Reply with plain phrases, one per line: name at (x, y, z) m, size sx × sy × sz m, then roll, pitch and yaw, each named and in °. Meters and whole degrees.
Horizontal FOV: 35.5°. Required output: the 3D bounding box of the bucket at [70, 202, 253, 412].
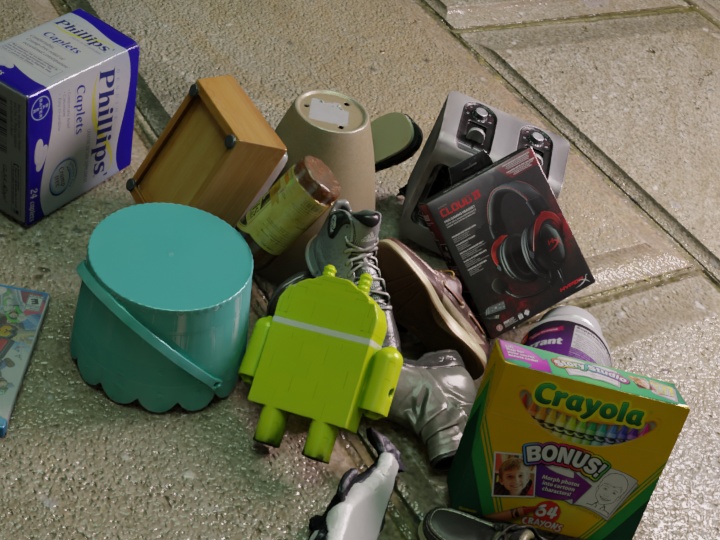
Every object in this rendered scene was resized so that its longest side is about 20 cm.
bucket at (-0.210, 0.034, 1.206) m, size 0.203 × 0.136 × 0.209 m, roll 9°, pitch 38°, yaw -7°

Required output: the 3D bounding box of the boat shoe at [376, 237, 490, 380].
boat shoe at (0.085, 0.034, 1.310) m, size 0.200 × 0.072 × 0.072 m, roll 48°, pitch 43°, yaw -12°

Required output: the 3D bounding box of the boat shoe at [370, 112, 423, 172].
boat shoe at (-0.010, -0.156, 1.517) m, size 0.063 × 0.198 × 0.075 m, roll 11°, pitch 63°, yaw -67°

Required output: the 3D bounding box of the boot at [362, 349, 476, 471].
boot at (0.059, 0.159, 1.216) m, size 0.197 × 0.068 × 0.132 m, roll -8°, pitch 49°, yaw -27°

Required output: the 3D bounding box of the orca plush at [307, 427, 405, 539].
orca plush at (-0.020, 0.229, 1.097) m, size 0.070 × 0.106 × 0.201 m, roll -6°, pitch 36°, yaw 22°

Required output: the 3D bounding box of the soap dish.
soap dish at (-0.188, -0.117, 1.344) m, size 0.081 × 0.201 × 0.158 m, roll 16°, pitch 29°, yaw -47°

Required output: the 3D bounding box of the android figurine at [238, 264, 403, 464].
android figurine at (-0.042, 0.092, 1.173) m, size 0.179 × 0.041 × 0.203 m, roll 10°, pitch 75°, yaw 26°

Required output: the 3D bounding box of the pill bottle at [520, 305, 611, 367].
pill bottle at (0.226, 0.122, 1.272) m, size 0.110 × 0.113 × 0.200 m, roll 21°, pitch 29°, yaw 6°

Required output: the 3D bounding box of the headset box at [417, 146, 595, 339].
headset box at (0.170, -0.043, 1.356) m, size 0.147 × 0.203 × 0.075 m, roll -27°, pitch 4°, yaw -4°

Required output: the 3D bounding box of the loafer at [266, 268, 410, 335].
loafer at (-0.012, 0.043, 1.317) m, size 0.196 × 0.074 × 0.071 m, roll -4°, pitch 41°, yaw -24°

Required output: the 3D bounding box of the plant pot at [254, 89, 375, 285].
plant pot at (-0.055, -0.111, 1.386) m, size 0.184 × 0.202 × 0.189 m, roll 10°, pitch 39°, yaw -8°

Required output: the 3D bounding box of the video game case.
video game case at (-0.415, 0.082, 1.168) m, size 0.140 × 0.018 × 0.202 m, roll 11°, pitch 39°, yaw -8°

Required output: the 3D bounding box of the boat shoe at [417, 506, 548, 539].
boat shoe at (0.152, 0.278, 1.102) m, size 0.197 × 0.066 × 0.073 m, roll 24°, pitch 40°, yaw 10°

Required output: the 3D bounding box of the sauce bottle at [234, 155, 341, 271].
sauce bottle at (-0.108, -0.046, 1.294) m, size 0.066 × 0.200 × 0.066 m, roll 39°, pitch 23°, yaw -21°

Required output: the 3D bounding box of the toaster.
toaster at (0.154, -0.107, 1.480) m, size 0.178 × 0.202 × 0.120 m, roll 23°, pitch 40°, yaw -4°

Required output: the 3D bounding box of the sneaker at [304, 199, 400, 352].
sneaker at (0.000, 0.000, 1.226) m, size 0.074 × 0.117 × 0.201 m, roll -3°, pitch 45°, yaw -31°

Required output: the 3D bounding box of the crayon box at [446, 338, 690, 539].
crayon box at (0.207, 0.178, 1.142) m, size 0.196 × 0.175 × 0.059 m, roll 14°, pitch 24°, yaw -8°

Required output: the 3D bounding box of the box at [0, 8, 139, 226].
box at (-0.374, -0.189, 1.375) m, size 0.104 × 0.186 × 0.200 m, roll 28°, pitch 40°, yaw 17°
